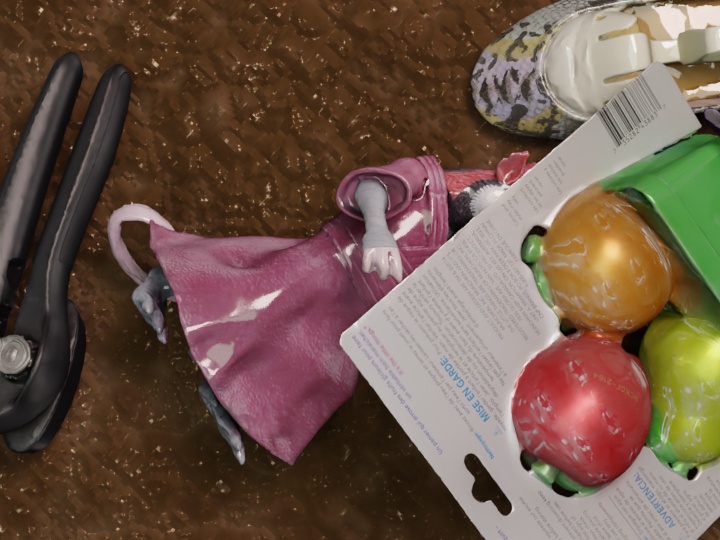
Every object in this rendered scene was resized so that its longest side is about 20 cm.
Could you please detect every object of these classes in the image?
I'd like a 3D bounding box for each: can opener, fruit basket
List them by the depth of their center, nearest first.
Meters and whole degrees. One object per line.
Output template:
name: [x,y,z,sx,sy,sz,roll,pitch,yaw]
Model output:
fruit basket: [0.113,0.038,0.878,0.200,0.094,0.186,-40,103,-9]
can opener: [-0.161,-0.012,0.958,0.063,0.079,0.202,10,82,2]

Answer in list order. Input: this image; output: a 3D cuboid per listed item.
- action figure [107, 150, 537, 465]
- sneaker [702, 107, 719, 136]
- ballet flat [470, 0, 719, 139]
action figure: [0.000,0.000,0.937,0.199,0.134,0.149,-34,43,-5]
sneaker: [0.247,-0.091,0.849,0.199,0.074,0.088,-35,90,-13]
ballet flat: [0.148,-0.104,0.911,0.198,0.072,0.073,-7,90,8]
